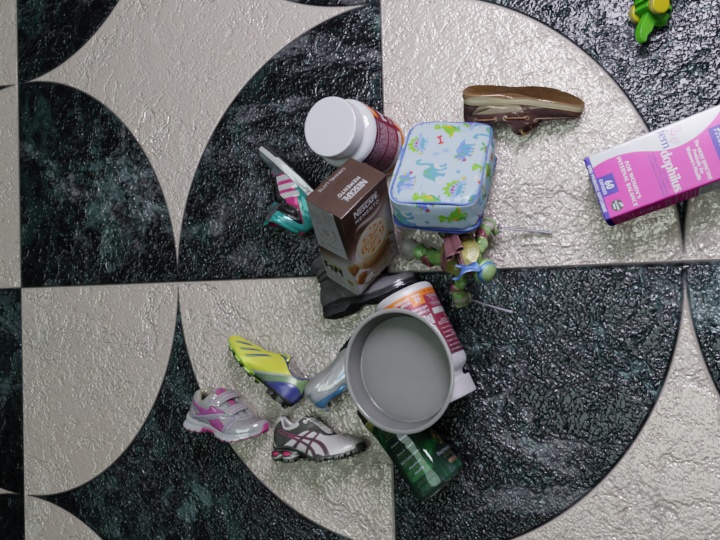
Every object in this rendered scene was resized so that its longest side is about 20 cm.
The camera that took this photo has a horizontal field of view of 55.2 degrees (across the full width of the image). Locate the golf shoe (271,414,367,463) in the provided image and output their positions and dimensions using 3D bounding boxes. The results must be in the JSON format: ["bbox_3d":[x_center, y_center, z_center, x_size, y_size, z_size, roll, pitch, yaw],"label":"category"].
[{"bbox_3d":[-0.083,0.315,1.288,0.198,0.077,0.089,-7,79,25],"label":"golf shoe"}]

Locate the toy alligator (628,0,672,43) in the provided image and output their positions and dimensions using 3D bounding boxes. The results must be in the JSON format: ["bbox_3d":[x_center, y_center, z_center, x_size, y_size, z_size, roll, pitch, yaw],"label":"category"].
[{"bbox_3d":[0.453,-0.446,1.051,0.054,0.059,0.203,4,90,-16],"label":"toy alligator"}]

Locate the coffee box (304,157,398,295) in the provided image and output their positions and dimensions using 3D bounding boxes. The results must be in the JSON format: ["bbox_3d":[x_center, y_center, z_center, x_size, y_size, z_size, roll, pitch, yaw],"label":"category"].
[{"bbox_3d":[-0.010,-0.070,1.147,0.079,0.201,0.114,31,64,29],"label":"coffee box"}]

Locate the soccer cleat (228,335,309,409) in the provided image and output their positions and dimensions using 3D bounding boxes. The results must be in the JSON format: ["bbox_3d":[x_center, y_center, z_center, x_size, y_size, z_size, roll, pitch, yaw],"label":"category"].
[{"bbox_3d":[-0.181,0.186,1.354,0.200,0.065,0.084,38,75,26],"label":"soccer cleat"}]

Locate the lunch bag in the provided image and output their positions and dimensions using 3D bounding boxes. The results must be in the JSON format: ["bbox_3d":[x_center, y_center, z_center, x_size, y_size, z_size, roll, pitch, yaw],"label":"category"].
[{"bbox_3d":[0.134,-0.157,1.131,0.159,0.083,0.202,4,53,19],"label":"lunch bag"}]

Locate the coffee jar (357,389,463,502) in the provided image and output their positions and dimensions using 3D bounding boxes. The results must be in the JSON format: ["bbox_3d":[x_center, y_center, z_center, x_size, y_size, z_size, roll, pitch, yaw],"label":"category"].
[{"bbox_3d":[0.083,0.289,1.190,0.085,0.104,0.200,-45,72,19],"label":"coffee jar"}]

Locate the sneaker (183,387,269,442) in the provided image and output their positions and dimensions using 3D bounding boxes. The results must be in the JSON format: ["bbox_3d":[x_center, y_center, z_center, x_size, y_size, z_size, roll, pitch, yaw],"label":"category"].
[{"bbox_3d":[-0.270,0.284,1.374,0.198,0.081,0.089,6,93,25],"label":"sneaker"}]

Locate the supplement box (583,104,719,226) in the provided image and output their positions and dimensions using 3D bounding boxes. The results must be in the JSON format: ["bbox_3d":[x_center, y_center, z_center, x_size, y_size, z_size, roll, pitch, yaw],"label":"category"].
[{"bbox_3d":[0.448,-0.150,1.020,0.198,0.103,0.102,-21,80,22],"label":"supplement box"}]

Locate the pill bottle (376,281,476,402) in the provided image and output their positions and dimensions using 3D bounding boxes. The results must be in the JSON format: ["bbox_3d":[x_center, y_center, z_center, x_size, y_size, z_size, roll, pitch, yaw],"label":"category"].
[{"bbox_3d":[0.113,0.130,1.174,0.109,0.109,0.202,-31,76,22],"label":"pill bottle"}]

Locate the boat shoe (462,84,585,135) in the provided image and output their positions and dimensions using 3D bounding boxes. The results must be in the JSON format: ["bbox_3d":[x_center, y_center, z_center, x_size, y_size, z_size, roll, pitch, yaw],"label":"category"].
[{"bbox_3d":[0.266,-0.260,1.137,0.197,0.072,0.073,7,123,15],"label":"boat shoe"}]

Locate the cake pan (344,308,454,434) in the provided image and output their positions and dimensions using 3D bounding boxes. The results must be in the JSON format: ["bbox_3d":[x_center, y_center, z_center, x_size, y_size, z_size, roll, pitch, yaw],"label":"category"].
[{"bbox_3d":[0.066,0.161,1.117,0.198,0.037,0.203,1,91,29],"label":"cake pan"}]

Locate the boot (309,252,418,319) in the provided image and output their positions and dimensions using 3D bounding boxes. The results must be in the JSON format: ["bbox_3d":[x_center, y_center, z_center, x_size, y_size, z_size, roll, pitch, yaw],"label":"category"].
[{"bbox_3d":[0.000,0.000,1.258,0.198,0.070,0.133,-19,73,18],"label":"boot"}]

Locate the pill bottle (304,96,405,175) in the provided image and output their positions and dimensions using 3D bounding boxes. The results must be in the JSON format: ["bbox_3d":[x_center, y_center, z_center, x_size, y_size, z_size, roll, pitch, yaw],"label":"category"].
[{"bbox_3d":[-0.007,-0.229,1.187,0.113,0.199,0.116,0,89,25],"label":"pill bottle"}]

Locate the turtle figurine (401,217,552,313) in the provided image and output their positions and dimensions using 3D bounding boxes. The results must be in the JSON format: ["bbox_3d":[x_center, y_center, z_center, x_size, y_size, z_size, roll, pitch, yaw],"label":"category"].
[{"bbox_3d":[0.179,-0.019,1.165,0.193,0.198,0.146,34,128,42],"label":"turtle figurine"}]

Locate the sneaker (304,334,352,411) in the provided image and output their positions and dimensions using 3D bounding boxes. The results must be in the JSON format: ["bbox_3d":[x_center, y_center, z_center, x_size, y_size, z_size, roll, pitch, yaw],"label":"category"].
[{"bbox_3d":[-0.017,0.178,1.269,0.072,0.072,0.200,42,102,-16],"label":"sneaker"}]

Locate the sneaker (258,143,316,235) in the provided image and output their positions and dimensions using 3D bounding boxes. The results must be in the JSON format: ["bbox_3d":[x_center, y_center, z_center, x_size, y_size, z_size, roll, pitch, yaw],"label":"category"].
[{"bbox_3d":[-0.153,-0.141,1.326,0.121,0.084,0.200,-47,72,8],"label":"sneaker"}]
